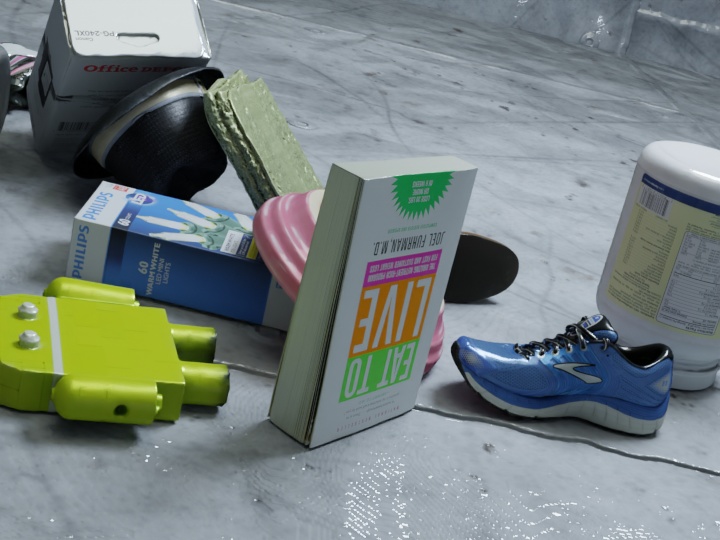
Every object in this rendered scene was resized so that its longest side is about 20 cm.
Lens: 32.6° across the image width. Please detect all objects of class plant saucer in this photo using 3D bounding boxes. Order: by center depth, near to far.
[{"bbox_3d":[0.000,0.000,1.045,0.200,0.051,0.201,37,19,-15],"label":"plant saucer"}]

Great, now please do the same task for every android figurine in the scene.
[{"bbox_3d":[-0.197,0.058,0.891,0.197,0.042,0.182,9,21,-19],"label":"android figurine"}]

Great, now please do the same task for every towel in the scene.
[{"bbox_3d":[-0.087,-0.102,1.216,0.036,0.202,0.149,-28,10,18],"label":"towel"}]

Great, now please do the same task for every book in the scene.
[{"bbox_3d":[0.012,0.018,0.902,0.048,0.203,0.133,29,25,36],"label":"book"}]

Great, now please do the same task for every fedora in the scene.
[{"bbox_3d":[-0.193,-0.118,1.237,0.092,0.200,0.200,55,30,6],"label":"fedora"}]

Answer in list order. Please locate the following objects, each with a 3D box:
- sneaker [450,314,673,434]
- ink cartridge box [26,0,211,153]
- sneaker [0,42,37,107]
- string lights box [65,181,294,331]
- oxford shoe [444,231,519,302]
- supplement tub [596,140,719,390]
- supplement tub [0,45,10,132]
[{"bbox_3d":[0.170,0.073,1.025,0.197,0.090,0.079,9,20,-14],"label":"sneaker"},{"bbox_3d":[-0.256,-0.205,1.277,0.143,0.200,0.085,-5,70,-27],"label":"ink cartridge box"},{"bbox_3d":[-0.357,-0.222,1.476,0.198,0.081,0.086,-14,46,-38],"label":"sneaker"},{"bbox_3d":[-0.146,-0.014,1.078,0.197,0.060,0.103,14,22,-3],"label":"string lights box"},{"bbox_3d":[0.061,-0.016,1.209,0.197,0.072,0.071,5,20,-19],"label":"oxford shoe"},{"bbox_3d":[0.305,-0.006,1.157,0.143,0.203,0.145,12,20,-5],"label":"supplement tub"},{"bbox_3d":[-0.458,-0.185,1.219,0.197,0.124,0.123,13,20,-6],"label":"supplement tub"}]
